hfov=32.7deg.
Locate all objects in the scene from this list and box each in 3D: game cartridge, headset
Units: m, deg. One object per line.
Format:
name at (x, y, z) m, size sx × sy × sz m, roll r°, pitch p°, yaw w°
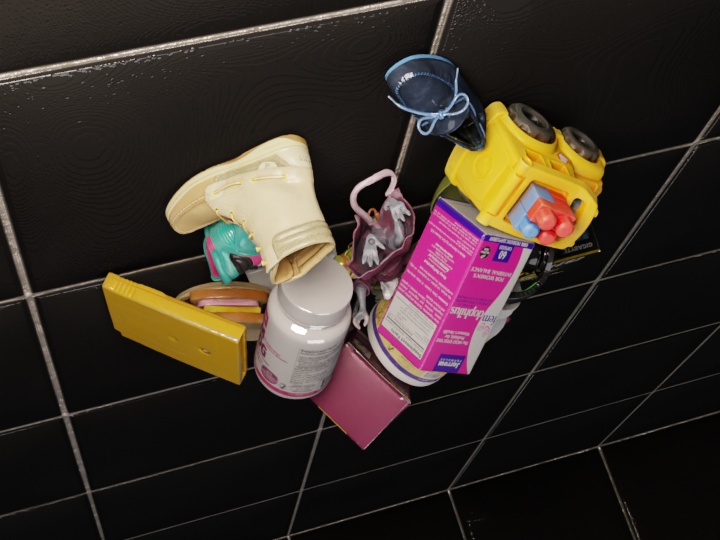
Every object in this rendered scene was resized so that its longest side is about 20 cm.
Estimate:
game cartridge at (-0.250, 0.081, 1.681) m, size 0.199 × 0.033 × 0.177 m, roll 23°, pitch 156°, yaw 5°
headset at (0.215, -0.041, 1.690) m, size 0.200 × 0.123 × 0.094 m, roll -53°, pitch 178°, yaw -21°

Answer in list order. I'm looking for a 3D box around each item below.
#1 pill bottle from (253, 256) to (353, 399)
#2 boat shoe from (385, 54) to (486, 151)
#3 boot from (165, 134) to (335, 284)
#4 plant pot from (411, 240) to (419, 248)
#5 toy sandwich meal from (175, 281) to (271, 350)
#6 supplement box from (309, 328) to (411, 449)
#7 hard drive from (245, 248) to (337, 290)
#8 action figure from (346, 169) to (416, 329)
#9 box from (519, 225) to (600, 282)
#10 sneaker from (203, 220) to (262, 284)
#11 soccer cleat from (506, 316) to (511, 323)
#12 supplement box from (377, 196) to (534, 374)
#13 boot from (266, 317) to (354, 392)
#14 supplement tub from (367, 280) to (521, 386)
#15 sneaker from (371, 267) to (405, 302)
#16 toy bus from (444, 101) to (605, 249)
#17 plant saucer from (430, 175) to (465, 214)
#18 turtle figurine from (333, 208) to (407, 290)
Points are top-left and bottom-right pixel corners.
pill bottle at (-0.075, 0.075, 1.630) m, size 0.113 × 0.114 × 0.201 m, roll -10°, pitch 147°, yaw -21°
boat shoe at (0.102, -0.192, 1.418) m, size 0.084 × 0.069 × 0.199 m, roll -31°, pitch 155°, yaw 28°
boot at (-0.131, -0.050, 1.444) m, size 0.199 × 0.156 × 0.073 m, roll -25°, pitch 158°, yaw 16°
plant pot at (0.172, -0.047, 1.821) m, size 0.198 × 0.028 × 0.200 m, roll -16°, pitch 171°, yaw -3°
toy sandwich meal at (-0.189, 0.078, 1.770) m, size 0.203 × 0.071 × 0.206 m, roll -4°, pitch 154°, yaw -2°
supplement box at (-0.001, 0.174, 1.858) m, size 0.103 × 0.131 × 0.200 m, roll -46°, pitch 180°, yaw 5°
hard drive at (-0.094, 0.012, 1.800) m, size 0.131 × 0.027 × 0.200 m, roll -18°, pitch 159°, yaw -3°
action figure at (0.023, -0.020, 1.655) m, size 0.133 × 0.150 × 0.200 m, roll -24°, pitch 162°, yaw -3°
box at (0.263, -0.012, 1.960) m, size 0.198 × 0.050 × 0.160 m, roll -14°, pitch 170°, yaw -12°
sneaker at (-0.140, -0.027, 1.593) m, size 0.120 × 0.084 × 0.200 m, roll -24°, pitch 158°, yaw 16°
soccer cleat at (0.174, 0.057, 1.874) m, size 0.086 × 0.070 × 0.200 m, roll 0°, pitch 170°, yaw -9°
supplement box at (0.121, 0.022, 1.579) m, size 0.101 × 0.103 × 0.201 m, roll 7°, pitch 116°, yaw -42°
boot at (-0.107, 0.129, 1.902) m, size 0.154 × 0.074 × 0.203 m, roll -41°, pitch -176°, yaw -32°
supplement tub at (0.120, 0.058, 1.758) m, size 0.145 × 0.146 × 0.200 m, roll 4°, pitch 144°, yaw -44°
sneaker at (0.072, 0.024, 1.928) m, size 0.114 × 0.074 × 0.200 m, roll 3°, pitch 168°, yaw 0°
toy bus at (0.231, -0.094, 1.534) m, size 0.199 × 0.193 × 0.136 m, roll 18°, pitch 121°, yaw -30°
plant saucer at (0.187, -0.124, 1.701) m, size 0.198 × 0.031 × 0.200 m, roll -16°, pitch 159°, yaw -6°
turtle figurine at (0.000, 0.000, 1.762) m, size 0.161 × 0.064 × 0.201 m, roll 2°, pitch 113°, yaw -56°
